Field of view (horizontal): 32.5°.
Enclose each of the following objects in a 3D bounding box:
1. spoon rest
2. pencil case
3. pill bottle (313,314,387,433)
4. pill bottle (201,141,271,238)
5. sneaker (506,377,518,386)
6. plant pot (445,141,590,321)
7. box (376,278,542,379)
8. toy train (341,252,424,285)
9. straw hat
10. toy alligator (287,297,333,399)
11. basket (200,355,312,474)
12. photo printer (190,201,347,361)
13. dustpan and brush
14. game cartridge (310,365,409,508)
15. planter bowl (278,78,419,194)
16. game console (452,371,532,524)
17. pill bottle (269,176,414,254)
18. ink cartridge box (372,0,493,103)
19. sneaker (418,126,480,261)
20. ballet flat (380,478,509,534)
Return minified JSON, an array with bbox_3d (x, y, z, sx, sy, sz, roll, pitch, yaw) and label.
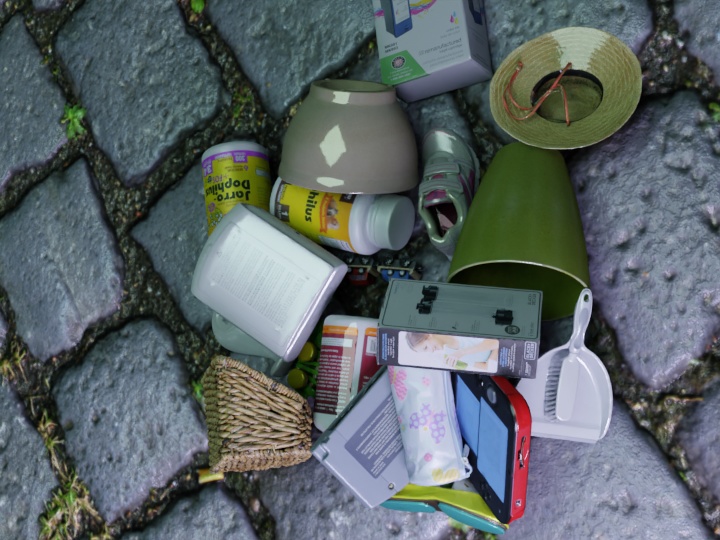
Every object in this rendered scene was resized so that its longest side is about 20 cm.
[{"bbox_3d":[-0.159,0.099,1.869,0.200,0.061,0.100,40,100,42],"label":"spoon rest"},{"bbox_3d":[0.089,0.182,1.618,0.091,0.083,0.201,-13,89,56],"label":"pencil case"},{"bbox_3d":[-0.007,0.168,1.730,0.113,0.113,0.201,4,83,29],"label":"pill bottle"},{"bbox_3d":[-0.183,-0.088,1.880,0.104,0.104,0.201,-14,74,26],"label":"pill bottle"},{"bbox_3d":[0.177,0.173,1.639,0.077,0.091,0.201,-5,79,28],"label":"sneaker"},{"bbox_3d":[0.215,-0.060,1.628,0.187,0.187,0.201,-6,62,28],"label":"plant pot"},{"bbox_3d":[0.125,0.071,1.550,0.199,0.117,0.060,5,122,7],"label":"box"},{"bbox_3d":[0.000,0.000,1.799,0.199,0.034,0.046,3,71,29],"label":"toy train"},{"bbox_3d":[0.278,-0.225,1.654,0.200,0.085,0.202,-7,64,14],"label":"straw hat"},{"bbox_3d":[-0.055,0.117,1.796,0.054,0.059,0.201,19,90,30],"label":"toy alligator"},{"bbox_3d":[-0.143,0.201,1.752,0.142,0.200,0.149,-3,75,-14],"label":"basket"},{"bbox_3d":[-0.139,0.010,1.768,0.200,0.069,0.167,32,100,17],"label":"photo printer"},{"bbox_3d":[0.265,0.120,1.568,0.139,0.057,0.201,8,93,-9],"label":"dustpan and brush"},{"bbox_3d":[0.042,0.215,1.667,0.200,0.133,0.042,-47,17,-17],"label":"game cartridge"},{"bbox_3d":[-0.013,-0.194,1.728,0.200,0.200,0.135,14,110,30],"label":"planter bowl"},{"bbox_3d":[0.160,0.206,1.581,0.177,0.031,0.201,47,144,50],"label":"game console"},{"bbox_3d":[-0.025,-0.086,1.788,0.200,0.109,0.110,13,87,30],"label":"pill bottle"},{"bbox_3d":[0.100,-0.363,1.784,0.145,0.087,0.201,-13,73,27],"label":"ink cartridge box"},{"bbox_3d":[0.122,-0.111,1.723,0.081,0.088,0.201,-19,72,25],"label":"sneaker"},{"bbox_3d":[0.113,0.303,1.671,0.199,0.067,0.067,6,64,31],"label":"ballet flat"}]
